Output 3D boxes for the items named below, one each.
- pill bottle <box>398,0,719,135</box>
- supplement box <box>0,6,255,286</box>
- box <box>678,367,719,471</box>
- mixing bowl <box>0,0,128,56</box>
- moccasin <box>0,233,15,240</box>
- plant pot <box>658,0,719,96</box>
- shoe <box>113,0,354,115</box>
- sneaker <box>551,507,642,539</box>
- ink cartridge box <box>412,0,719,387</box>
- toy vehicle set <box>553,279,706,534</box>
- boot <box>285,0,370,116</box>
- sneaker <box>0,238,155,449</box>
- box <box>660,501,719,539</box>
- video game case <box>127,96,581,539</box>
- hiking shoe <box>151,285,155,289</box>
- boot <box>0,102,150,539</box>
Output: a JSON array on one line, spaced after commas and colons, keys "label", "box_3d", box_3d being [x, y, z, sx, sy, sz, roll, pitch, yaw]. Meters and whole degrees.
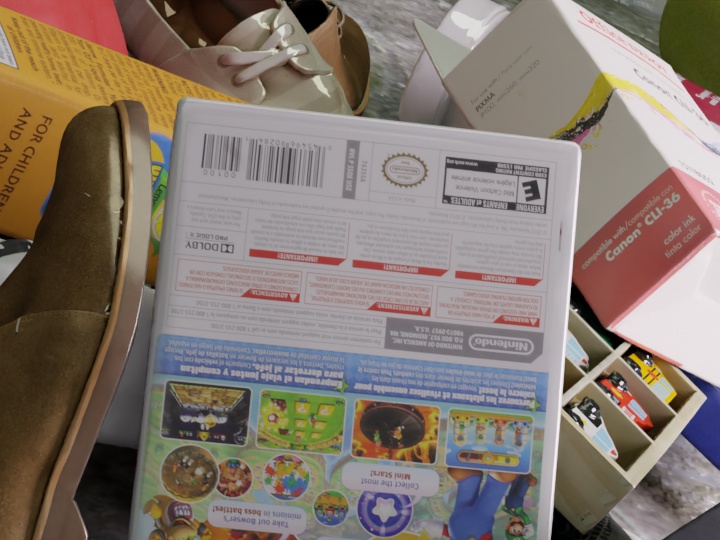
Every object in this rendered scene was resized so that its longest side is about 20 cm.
[{"label": "pill bottle", "box_3d": [0.127, -0.070, 1.337, 0.200, 0.113, 0.113, 30, 23, 13]}, {"label": "supplement box", "box_3d": [-0.121, -0.052, 0.927, 0.200, 0.067, 0.069, 19, 24, -33]}, {"label": "box", "box_3d": [0.124, 0.010, 1.130, 0.200, 0.032, 0.121, 45, 19, -7]}, {"label": "mixing bowl", "box_3d": [-0.185, -0.107, 1.037, 0.200, 0.108, 0.200, 7, 12, -1]}, {"label": "moccasin", "box_3d": [-0.137, 0.014, 0.952, 0.078, 0.074, 0.201, 17, 13, 3]}, {"label": "plant pot", "box_3d": [0.313, -0.108, 1.563, 0.187, 0.187, 0.200, 11, 41, -30]}, {"label": "shoe", "box_3d": [-0.070, -0.107, 1.135, 0.070, 0.053, 0.200, -29, 48, -22]}, {"label": "sneaker", "box_3d": [0.053, 0.087, 0.937, 0.091, 0.078, 0.200, 48, 8, -19]}, {"label": "ink cartridge box", "box_3d": [0.114, -0.050, 1.076, 0.116, 0.067, 0.200, 25, 27, -49]}, {"label": "toy vehicle set", "box_3d": [0.070, 0.030, 0.950, 0.124, 0.027, 0.200, 45, 15, 6]}, {"label": "boot", "box_3d": [-0.025, -0.125, 1.354, 0.074, 0.076, 0.200, 26, 21, 5]}, {"label": "sneaker", "box_3d": [-0.062, 0.034, 0.878, 0.115, 0.075, 0.200, 2, -10, 33]}, {"label": "box", "box_3d": [0.118, 0.160, 0.807, 0.106, 0.122, 0.200, 37, 25, 20]}, {"label": "video game case", "box_3d": [-0.003, 0.046, 0.833, 0.143, 0.200, 0.018, 6, -10, -5]}, {"label": "hiking shoe", "box_3d": [0.000, 0.039, 1.044, 0.200, 0.076, 0.101, 16, 34, -1]}, {"label": "boot", "box_3d": [-0.115, 0.033, 0.774, 0.075, 0.200, 0.074, 15, -16, -8]}]
